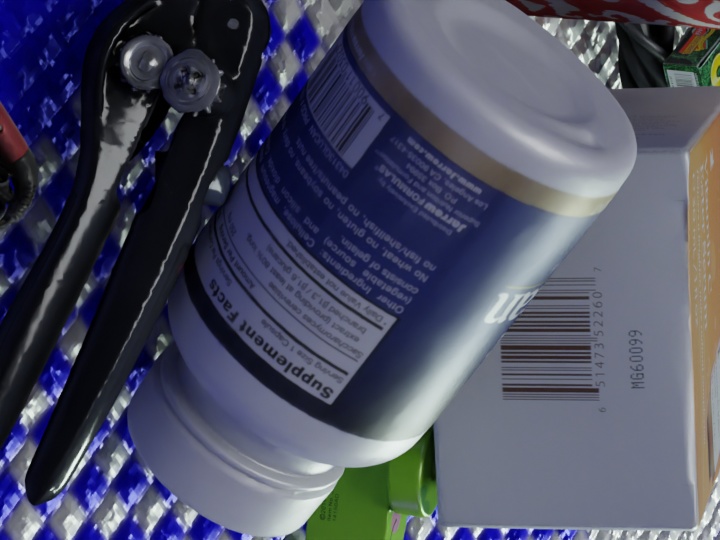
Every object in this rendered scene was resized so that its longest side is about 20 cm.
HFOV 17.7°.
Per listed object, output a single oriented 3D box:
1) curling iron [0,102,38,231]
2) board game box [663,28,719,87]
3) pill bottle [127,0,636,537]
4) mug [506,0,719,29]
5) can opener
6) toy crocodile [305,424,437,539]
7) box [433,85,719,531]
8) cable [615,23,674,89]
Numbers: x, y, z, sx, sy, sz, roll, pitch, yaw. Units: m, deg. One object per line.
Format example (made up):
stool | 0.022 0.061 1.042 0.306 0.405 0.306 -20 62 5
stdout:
curling iron | -0.159 -0.089 0.757 0.050 0.026 0.200 -52 131 -38
board game box | 0.214 -0.118 1.157 0.200 0.023 0.105 -49 137 -36
pill bottle | 0.000 0.000 0.838 0.111 0.111 0.200 1 133 -52
mug | 0.122 -0.181 0.961 0.133 0.200 0.178 25 74 -50
can opener | -0.085 -0.013 0.818 0.079 0.063 0.200 87 21 -84
toy crocodile | 0.003 0.039 0.943 0.062 0.067 0.200 -18 110 -70
box | 0.100 0.008 0.975 0.200 0.106 0.152 -40 128 -71
cable | 0.174 -0.117 1.165 0.200 0.051 0.163 -9 106 -53
